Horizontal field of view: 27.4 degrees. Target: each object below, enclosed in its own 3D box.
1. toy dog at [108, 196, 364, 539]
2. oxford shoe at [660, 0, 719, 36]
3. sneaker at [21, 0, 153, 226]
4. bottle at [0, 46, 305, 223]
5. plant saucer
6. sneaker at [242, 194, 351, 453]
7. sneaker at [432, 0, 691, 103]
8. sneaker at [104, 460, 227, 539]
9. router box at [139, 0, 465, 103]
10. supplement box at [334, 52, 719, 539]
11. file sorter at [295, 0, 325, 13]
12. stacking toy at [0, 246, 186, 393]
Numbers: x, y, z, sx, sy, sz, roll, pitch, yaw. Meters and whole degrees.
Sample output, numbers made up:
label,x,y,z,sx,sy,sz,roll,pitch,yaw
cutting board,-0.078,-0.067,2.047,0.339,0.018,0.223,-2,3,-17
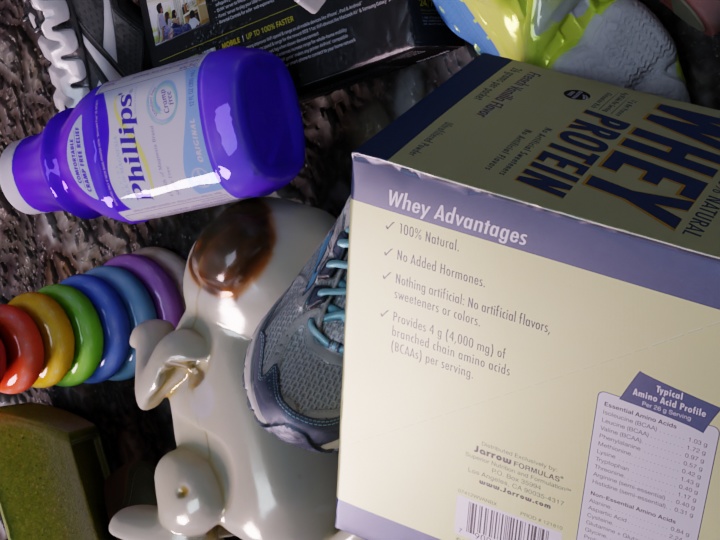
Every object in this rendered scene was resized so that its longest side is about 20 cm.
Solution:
label,x,y,z,sx,sy,sz,roll,pitch,yaw
toy dog,-0.057,0.058,0.841,0.194,0.139,0.201,5,94,59
oxford shoe,0.127,-0.201,0.708,0.074,0.071,0.200,-43,69,9
sneaker,-0.154,-0.123,0.936,0.066,0.090,0.201,42,151,57
bottle,-0.126,-0.070,0.848,0.199,0.065,0.084,-8,93,36
plant saucer,-0.186,0.179,0.978,0.048,0.200,0.201,-16,87,-3
sneaker,0.000,0.000,0.746,0.077,0.200,0.086,23,140,4
sneaker,0.094,-0.123,0.746,0.201,0.076,0.105,59,173,-9
sneaker,-0.089,0.198,0.956,0.090,0.067,0.201,-36,66,18
router box,-0.045,-0.173,0.848,0.199,0.051,0.150,-13,89,40
supplement box,0.107,0.036,0.664,0.199,0.134,0.201,17,123,23
file sorter,-0.063,-0.251,0.734,0.139,0.124,0.200,-52,44,12
stacking toy,-0.190,0.039,0.911,0.085,0.200,0.086,8,103,38
